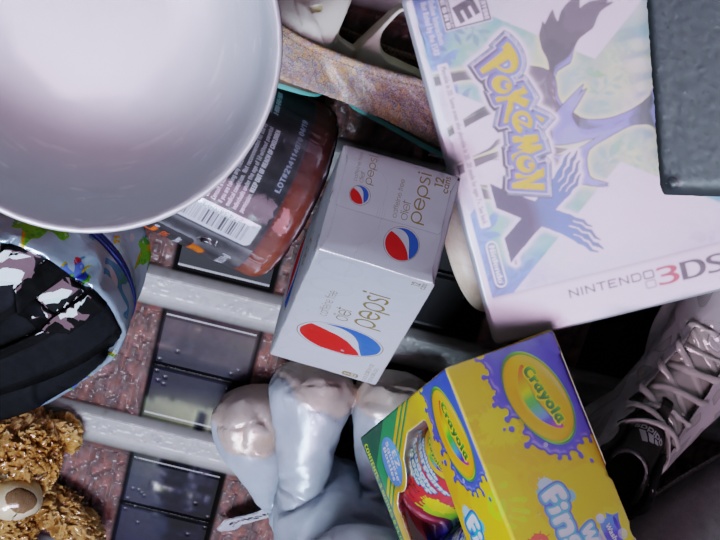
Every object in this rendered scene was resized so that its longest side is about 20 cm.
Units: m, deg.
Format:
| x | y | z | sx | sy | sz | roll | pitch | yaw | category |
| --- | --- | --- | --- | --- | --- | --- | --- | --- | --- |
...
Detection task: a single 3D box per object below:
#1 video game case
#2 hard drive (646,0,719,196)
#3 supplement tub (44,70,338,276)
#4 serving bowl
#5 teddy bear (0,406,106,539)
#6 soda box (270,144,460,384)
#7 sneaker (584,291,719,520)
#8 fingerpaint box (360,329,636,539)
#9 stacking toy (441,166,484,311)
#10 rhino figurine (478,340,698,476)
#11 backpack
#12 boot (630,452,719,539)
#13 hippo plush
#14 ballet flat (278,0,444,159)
| x | y | z | sx | sy | sz | roll | pitch | yaw | category |
| --- | --- | --- | --- | --- | --- | --- | --- | --- | --- |
| 0.133 | -0.075 | 1.551 | 0.181 | 0.022 | 0.201 | -14 | 106 | 7 | video game case |
| 0.243 | -0.104 | 1.470 | 0.199 | 0.033 | 0.141 | 3 | 110 | 25 | hard drive |
| -0.119 | -0.083 | 1.592 | 0.199 | 0.107 | 0.107 | 26 | 129 | -13 | supplement tub |
| -0.139 | -0.123 | 1.488 | 0.199 | 0.066 | 0.202 | 0 | 105 | -1 | serving bowl |
| -0.239 | 0.166 | 1.848 | 0.145 | 0.067 | 0.200 | 32 | 128 | -21 | teddy bear |
| 0.000 | 0.000 | 1.615 | 0.068 | 0.064 | 0.200 | 16 | 160 | -4 | soda box |
| 0.182 | 0.076 | 1.643 | 0.076 | 0.115 | 0.201 | 38 | 104 | -7 | sneaker |
| 0.086 | 0.155 | 1.613 | 0.073 | 0.201 | 0.167 | -18 | 170 | -21 | fingerpaint box |
| 0.147 | -0.041 | 1.610 | 0.199 | 0.086 | 0.086 | -15 | 127 | 13 | stacking toy |
| 0.131 | 0.112 | 1.750 | 0.087 | 0.060 | 0.200 | -30 | 118 | 25 | rhino figurine |
| -0.214 | 0.009 | 1.674 | 0.199 | 0.154 | 0.163 | -15 | 127 | 48 | backpack |
| 0.235 | 0.178 | 1.714 | 0.182 | 0.073 | 0.200 | 45 | 85 | -3 | boot |
| -0.029 | 0.162 | 1.750 | 0.159 | 0.161 | 0.200 | 37 | 126 | -22 | hippo plush |
| -0.004 | -0.121 | 1.578 | 0.199 | 0.068 | 0.068 | 21 | 111 | -16 | ballet flat |
